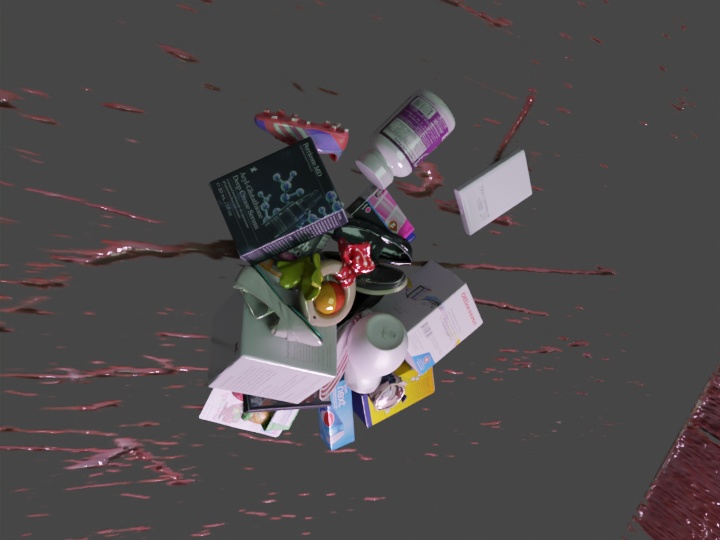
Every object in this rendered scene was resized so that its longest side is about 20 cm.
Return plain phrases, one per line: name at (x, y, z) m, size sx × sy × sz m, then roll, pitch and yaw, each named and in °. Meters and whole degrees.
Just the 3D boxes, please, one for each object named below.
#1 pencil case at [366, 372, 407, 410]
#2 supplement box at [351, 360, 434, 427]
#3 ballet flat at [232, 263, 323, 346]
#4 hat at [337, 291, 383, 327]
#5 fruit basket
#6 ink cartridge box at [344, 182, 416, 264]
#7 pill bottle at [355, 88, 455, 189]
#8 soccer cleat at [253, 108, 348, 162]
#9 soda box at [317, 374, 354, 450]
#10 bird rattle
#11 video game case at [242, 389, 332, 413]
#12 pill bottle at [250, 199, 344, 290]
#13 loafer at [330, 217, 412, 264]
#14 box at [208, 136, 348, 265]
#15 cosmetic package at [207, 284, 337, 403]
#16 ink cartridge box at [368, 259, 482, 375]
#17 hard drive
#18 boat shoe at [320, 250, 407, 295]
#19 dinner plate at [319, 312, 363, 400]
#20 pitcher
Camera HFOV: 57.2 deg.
pencil case at (0.031, 0.227, 1.510) m, size 0.089 × 0.200 × 0.078 m, roll -36°, pitch 133°, yaw -2°
supplement box at (0.067, 0.271, 1.610) m, size 0.200 × 0.109 × 0.110 m, roll -24°, pitch 125°, yaw -22°
ballet flat at (-0.154, 0.077, 1.190) m, size 0.069 × 0.069 × 0.200 m, roll -43°, pitch 87°, yaw -7°
hat at (-0.013, 0.054, 1.453) m, size 0.200 × 0.081 × 0.201 m, roll -36°, pitch 173°, yaw -5°
fruit basket at (-0.220, 0.270, 1.432) m, size 0.200 × 0.094 × 0.185 m, roll 24°, pitch 100°, yaw -36°
ink cartridge box at (0.054, -0.098, 1.456) m, size 0.095 × 0.037 × 0.200 m, roll -45°, pitch 132°, yaw -5°
pill bottle at (0.088, -0.262, 1.338) m, size 0.200 × 0.112 × 0.112 m, roll -45°, pitch 130°, yaw -4°
soccer cleat at (-0.111, -0.252, 1.246) m, size 0.200 × 0.067 × 0.077 m, roll 2°, pitch 118°, yaw -37°
soda box at (-0.062, 0.331, 1.586) m, size 0.068 × 0.064 × 0.200 m, roll -18°, pitch 122°, yaw -25°
bird rattle at (-0.062, 0.024, 1.253) m, size 0.200 × 0.113 × 0.163 m, roll -15°, pitch 114°, yaw -47°
video game case at (-0.161, 0.204, 1.401) m, size 0.200 × 0.025 × 0.181 m, roll 4°, pitch 67°, yaw -35°
pill bottle at (-0.122, -0.071, 1.298) m, size 0.116 × 0.116 × 0.200 m, roll 26°, pitch 98°, yaw -40°
loafer at (0.027, -0.059, 1.393) m, size 0.200 × 0.070 × 0.068 m, roll 16°, pitch 119°, yaw -29°
box at (-0.144, -0.121, 1.188) m, size 0.200 × 0.149 × 0.107 m, roll -25°, pitch 171°, yaw -1°
cosmetic package at (-0.170, 0.143, 1.289) m, size 0.200 × 0.167 × 0.167 m, roll 18°, pitch 144°, yaw -28°
ink cartridge box at (0.156, 0.107, 1.558) m, size 0.200 × 0.145 × 0.147 m, roll -37°, pitch 129°, yaw -11°
hard drive at (0.322, -0.190, 1.588) m, size 0.200 × 0.027 × 0.132 m, roll -33°, pitch 128°, yaw -14°
boat shoe at (0.000, 0.000, 1.374) m, size 0.072 × 0.200 × 0.065 m, roll -52°, pitch 143°, yaw -42°
dinner plate at (-0.045, 0.176, 1.385) m, size 0.200 × 0.024 × 0.200 m, roll 23°, pitch 90°, yaw -79°
pitcher at (0.030, 0.145, 1.372) m, size 0.121 × 0.172 × 0.200 m, roll 10°, pitch 150°, yaw -8°
